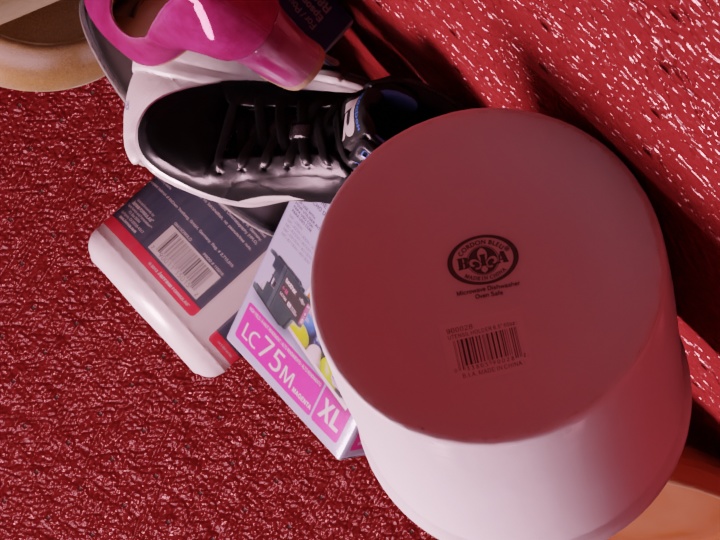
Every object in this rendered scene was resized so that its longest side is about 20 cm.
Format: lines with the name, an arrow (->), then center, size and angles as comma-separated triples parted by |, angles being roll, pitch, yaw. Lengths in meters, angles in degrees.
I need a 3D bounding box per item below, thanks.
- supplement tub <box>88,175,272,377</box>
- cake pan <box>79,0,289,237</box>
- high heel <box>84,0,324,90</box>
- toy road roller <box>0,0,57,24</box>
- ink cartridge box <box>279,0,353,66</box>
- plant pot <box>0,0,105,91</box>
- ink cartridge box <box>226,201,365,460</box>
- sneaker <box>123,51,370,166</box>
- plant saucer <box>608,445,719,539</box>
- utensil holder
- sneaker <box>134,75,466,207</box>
supplement tub -> -0.084, -0.034, 1.691 | 0.140, 0.200, 0.140 | 47, 175, 5
cake pan -> -0.092, -0.108, 1.451 | 0.200, 0.037, 0.200 | 46, -165, -16
high heel -> -0.109, -0.148, 1.237 | 0.096, 0.067, 0.200 | 36, 177, -42
toy road roller -> -0.245, -0.266, 1.459 | 0.146, 0.123, 0.200 | 45, 153, 43
ink cartridge box -> -0.090, -0.204, 1.316 | 0.200, 0.041, 0.200 | 47, 175, -19
plant pot -> -0.218, -0.217, 1.540 | 0.200, 0.200, 0.027 | 48, 153, -5
ink cartridge box -> 0.000, 0.000, 1.385 | 0.042, 0.200, 0.119 | -9, -135, -47
sneaker -> -0.042, -0.078, 1.329 | 0.200, 0.087, 0.075 | 14, -179, 9
plant saucer -> 0.158, 0.146, 1.409 | 0.200, 0.037, 0.200 | 8, 153, 4
utensil holder -> 0.068, 0.032, 1.093 | 0.170, 0.170, 0.200 | 46, 172, 21
sneaker -> -0.022, -0.076, 1.229 | 0.200, 0.073, 0.112 | 9, 165, 1
